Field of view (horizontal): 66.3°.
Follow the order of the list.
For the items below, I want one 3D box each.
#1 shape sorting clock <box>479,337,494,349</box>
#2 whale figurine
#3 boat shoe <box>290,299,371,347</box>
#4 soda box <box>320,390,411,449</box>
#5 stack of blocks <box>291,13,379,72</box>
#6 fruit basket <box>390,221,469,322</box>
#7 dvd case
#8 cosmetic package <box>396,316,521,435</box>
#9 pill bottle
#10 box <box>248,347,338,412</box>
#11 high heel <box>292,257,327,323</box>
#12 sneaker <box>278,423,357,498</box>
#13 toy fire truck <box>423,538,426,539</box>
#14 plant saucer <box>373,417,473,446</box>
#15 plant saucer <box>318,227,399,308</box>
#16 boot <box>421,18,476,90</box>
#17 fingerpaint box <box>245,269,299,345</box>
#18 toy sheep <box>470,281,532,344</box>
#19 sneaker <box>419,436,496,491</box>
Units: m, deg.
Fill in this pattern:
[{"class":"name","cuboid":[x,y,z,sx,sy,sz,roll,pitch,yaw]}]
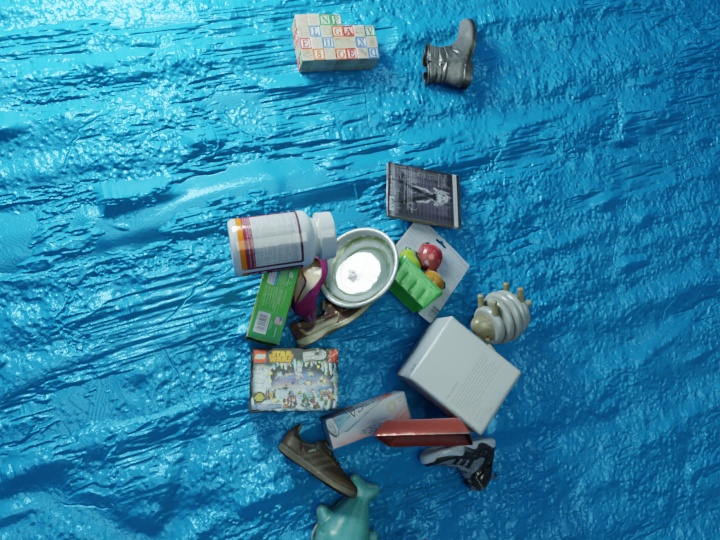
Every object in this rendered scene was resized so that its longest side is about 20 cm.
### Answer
[{"class":"shape sorting clock","cuboid":[0.253,0.254,1.347,0.196,0.039,0.204,1,83,-6]},{"class":"whale figurine","cuboid":[-0.023,0.551,1.192,0.158,0.104,0.202,32,72,-9]},{"class":"boat shoe","cuboid":[-0.068,0.100,1.260,0.198,0.072,0.073,-28,92,-12]},{"class":"soda box","cuboid":[0.013,0.336,1.253,0.197,0.063,0.070,-16,87,-18]},{"class":"stack of blocks","cuboid":[-0.061,-0.560,1.356,0.196,0.059,0.117,-8,84,-17]},{"class":"fruit basket","cuboid":[0.153,-0.004,1.342,0.185,0.094,0.201,42,58,-7]},{"class":"dvd case","cuboid":[0.158,-0.186,1.377,0.196,0.016,0.151,8,67,-14]},{"class":"cosmetic package","cuboid":[0.214,0.232,1.241,0.199,0.167,0.167,38,81,-1]},{"class":"pill bottle","cuboid":[-0.150,-0.055,1.061,0.196,0.109,0.112,-9,85,-14]},{"class":"box","cuboid":[-0.148,0.243,1.230,0.196,0.040,0.140,2,81,-16]},{"class":"high heel","cuboid":[-0.114,0.009,1.222,0.066,0.096,0.203,-6,62,8]},{"class":"sneaker","cuboid":[-0.080,0.410,1.192,0.198,0.071,0.076,32,69,7]},{"class":"toy fire truck","cuboid":[0.088,0.629,1.154,0.173,0.129,0.203,-15,120,-18]},{"class":"plant saucer","cuboid":[0.141,0.351,1.192,0.196,0.200,0.037,-5,66,11]},{"class":"plant saucer","cuboid":[0.000,0.000,1.269,0.197,0.050,0.203,-10,61,18]},{"class":"boot","cuboid":[0.230,-0.579,1.444,0.129,0.070,0.204,8,76,-10]},{"class":"fingerpaint box","cuboid":[-0.184,0.056,1.179,0.072,0.167,0.204,16,77,-10]},{"class":"toy sheep","cuboid":[0.350,0.109,1.351,0.197,0.138,0.140,-19,88,-23]},{"class":"sneaker","cuboid":[0.236,0.462,1.294,0.196,0.075,0.116,-5,81,-20]}]
